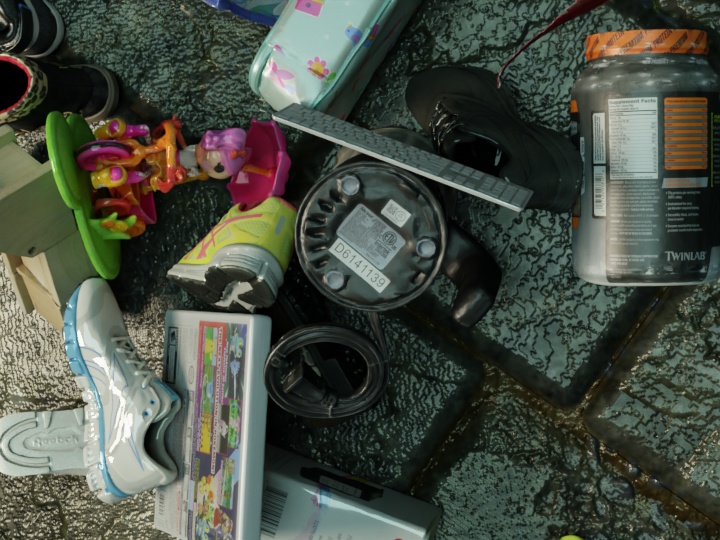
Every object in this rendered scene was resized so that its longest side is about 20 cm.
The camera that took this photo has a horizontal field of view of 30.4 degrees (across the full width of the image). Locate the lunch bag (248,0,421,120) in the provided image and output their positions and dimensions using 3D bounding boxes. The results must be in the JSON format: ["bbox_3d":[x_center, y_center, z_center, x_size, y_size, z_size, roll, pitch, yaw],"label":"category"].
[{"bbox_3d":[-0.013,-0.206,1.106,0.077,0.160,0.200,34,96,3],"label":"lunch bag"}]

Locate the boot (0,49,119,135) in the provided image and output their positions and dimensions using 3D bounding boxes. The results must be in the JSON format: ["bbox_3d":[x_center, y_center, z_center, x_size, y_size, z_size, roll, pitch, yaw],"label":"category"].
[{"bbox_3d":[-0.336,-0.154,1.188,0.200,0.151,0.073,-3,93,15],"label":"boot"}]

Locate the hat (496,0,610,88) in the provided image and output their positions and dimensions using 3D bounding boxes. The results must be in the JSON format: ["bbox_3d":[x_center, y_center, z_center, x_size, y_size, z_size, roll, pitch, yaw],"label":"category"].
[{"bbox_3d":[0.220,-0.247,1.079,0.200,0.166,0.176,9,130,-16],"label":"hat"}]

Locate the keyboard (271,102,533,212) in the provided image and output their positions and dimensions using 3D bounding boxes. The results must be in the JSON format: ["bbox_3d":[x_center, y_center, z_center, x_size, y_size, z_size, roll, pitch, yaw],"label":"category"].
[{"bbox_3d":[0.032,-0.087,0.998,0.200,0.056,0.011,21,106,9],"label":"keyboard"}]

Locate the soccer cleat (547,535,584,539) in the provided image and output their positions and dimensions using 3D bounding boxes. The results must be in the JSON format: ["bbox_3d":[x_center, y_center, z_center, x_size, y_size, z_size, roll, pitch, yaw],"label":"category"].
[{"bbox_3d":[0.154,0.323,1.169,0.084,0.065,0.200,28,97,-20],"label":"soccer cleat"}]

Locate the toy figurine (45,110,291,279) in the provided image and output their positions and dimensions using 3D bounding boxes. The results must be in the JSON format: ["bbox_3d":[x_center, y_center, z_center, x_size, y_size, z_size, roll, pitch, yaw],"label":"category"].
[{"bbox_3d":[-0.154,-0.092,1.149,0.184,0.200,0.150,-12,70,2],"label":"toy figurine"}]

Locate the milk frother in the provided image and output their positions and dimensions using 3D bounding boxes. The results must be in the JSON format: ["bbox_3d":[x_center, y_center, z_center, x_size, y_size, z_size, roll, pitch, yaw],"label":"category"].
[{"bbox_3d":[0.000,0.000,1.098,0.200,0.188,0.181,-32,98,13],"label":"milk frother"}]

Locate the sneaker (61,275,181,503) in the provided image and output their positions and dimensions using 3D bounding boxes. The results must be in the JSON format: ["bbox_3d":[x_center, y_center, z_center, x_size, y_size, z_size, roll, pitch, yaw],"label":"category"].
[{"bbox_3d":[-0.201,0.099,1.164,0.087,0.075,0.200,-13,89,21],"label":"sneaker"}]

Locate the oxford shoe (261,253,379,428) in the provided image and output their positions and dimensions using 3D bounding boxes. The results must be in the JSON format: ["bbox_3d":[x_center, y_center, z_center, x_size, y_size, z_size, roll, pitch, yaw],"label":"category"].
[{"bbox_3d":[-0.069,0.053,1.185,0.084,0.073,0.200,-30,84,23],"label":"oxford shoe"}]

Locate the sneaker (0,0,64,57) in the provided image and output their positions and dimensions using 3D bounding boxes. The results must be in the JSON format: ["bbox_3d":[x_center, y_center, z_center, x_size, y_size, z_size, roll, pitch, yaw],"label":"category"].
[{"bbox_3d":[-0.372,-0.267,1.208,0.200,0.112,0.073,32,100,9],"label":"sneaker"}]

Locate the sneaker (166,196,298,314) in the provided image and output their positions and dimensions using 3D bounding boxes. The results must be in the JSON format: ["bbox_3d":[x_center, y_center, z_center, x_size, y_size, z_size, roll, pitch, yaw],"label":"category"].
[{"bbox_3d":[-0.097,-0.014,1.111,0.078,0.200,0.090,31,73,-20],"label":"sneaker"}]

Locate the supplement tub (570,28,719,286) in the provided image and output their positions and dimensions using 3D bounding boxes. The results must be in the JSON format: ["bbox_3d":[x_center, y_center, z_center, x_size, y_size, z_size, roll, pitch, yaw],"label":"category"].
[{"bbox_3d":[0.232,-0.090,1.072,0.122,0.123,0.200,0,95,14],"label":"supplement tub"}]

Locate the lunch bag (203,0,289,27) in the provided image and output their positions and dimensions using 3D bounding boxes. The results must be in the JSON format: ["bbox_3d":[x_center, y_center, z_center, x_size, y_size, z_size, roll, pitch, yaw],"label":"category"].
[{"bbox_3d":[-0.135,-0.326,1.146,0.200,0.127,0.170,31,102,30],"label":"lunch bag"}]

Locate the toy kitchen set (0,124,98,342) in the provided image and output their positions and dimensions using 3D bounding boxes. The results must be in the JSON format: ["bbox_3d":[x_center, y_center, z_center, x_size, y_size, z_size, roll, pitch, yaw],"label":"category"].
[{"bbox_3d":[-0.357,-0.014,1.163,0.163,0.180,0.200,35,147,32],"label":"toy kitchen set"}]

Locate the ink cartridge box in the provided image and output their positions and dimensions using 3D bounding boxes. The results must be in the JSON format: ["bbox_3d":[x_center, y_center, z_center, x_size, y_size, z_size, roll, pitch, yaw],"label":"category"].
[{"bbox_3d":[-0.044,0.255,1.189,0.200,0.083,0.146,19,99,11],"label":"ink cartridge box"}]

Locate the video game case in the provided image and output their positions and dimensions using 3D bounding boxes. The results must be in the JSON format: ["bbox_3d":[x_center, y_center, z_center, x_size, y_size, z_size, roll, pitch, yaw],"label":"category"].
[{"bbox_3d":[-0.128,0.135,1.132,0.023,0.182,0.200,4,88,-30],"label":"video game case"}]

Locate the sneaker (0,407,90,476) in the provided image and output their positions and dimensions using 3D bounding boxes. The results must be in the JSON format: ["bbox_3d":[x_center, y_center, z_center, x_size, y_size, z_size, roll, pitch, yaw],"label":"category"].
[{"bbox_3d":[-0.242,0.159,1.239,0.200,0.081,0.076,5,80,-6],"label":"sneaker"}]

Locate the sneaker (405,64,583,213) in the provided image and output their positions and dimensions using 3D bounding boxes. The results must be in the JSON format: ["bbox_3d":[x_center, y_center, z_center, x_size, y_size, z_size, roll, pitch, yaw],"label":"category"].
[{"bbox_3d":[0.092,-0.113,1.088,0.200,0.091,0.076,41,127,42],"label":"sneaker"}]
